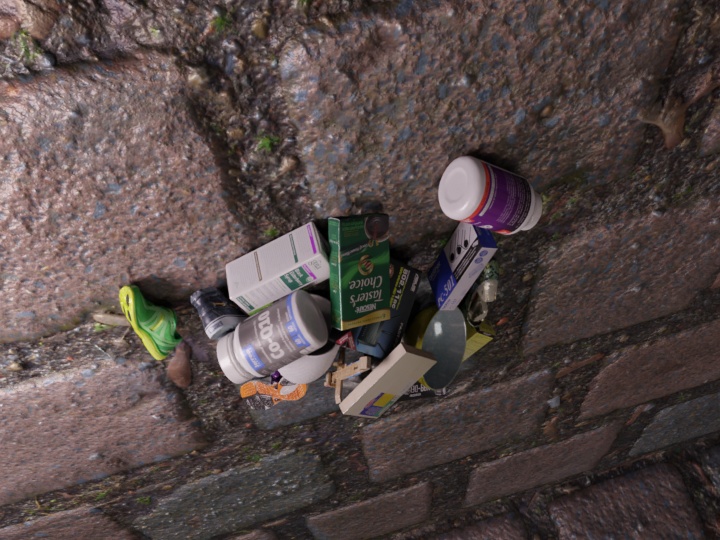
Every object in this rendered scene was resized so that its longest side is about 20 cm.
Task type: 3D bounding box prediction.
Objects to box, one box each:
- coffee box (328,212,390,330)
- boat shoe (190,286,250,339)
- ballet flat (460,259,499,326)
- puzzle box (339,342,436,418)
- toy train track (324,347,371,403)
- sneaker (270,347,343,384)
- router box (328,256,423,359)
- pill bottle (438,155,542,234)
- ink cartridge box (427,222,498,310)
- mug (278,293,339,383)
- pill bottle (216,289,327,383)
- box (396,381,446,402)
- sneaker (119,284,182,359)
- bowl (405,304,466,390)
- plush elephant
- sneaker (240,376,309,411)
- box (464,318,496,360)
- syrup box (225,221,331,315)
[{"bbox_3d":[0.000,0.000,1.173,0.120,0.043,0.208,-8,103,-35],"label":"coffee box"},{"bbox_3d":[-0.274,0.084,1.264,0.070,0.092,0.200,-32,170,1],"label":"boat shoe"},{"bbox_3d":[0.288,0.059,1.465,0.072,0.076,0.203,-8,142,-13],"label":"ballet flat"},{"bbox_3d":[0.059,0.238,1.330,0.200,0.026,0.132,-46,144,17],"label":"puzzle box"},{"bbox_3d":[-0.036,0.211,1.316,0.032,0.119,0.199,14,156,-23],"label":"toy train track"},{"bbox_3d":[-0.123,0.217,1.472,0.193,0.089,0.076,-11,144,-9],"label":"sneaker"},{"bbox_3d":[0.034,0.071,1.283,0.147,0.061,0.206,21,87,-42],"label":"router box"},{"bbox_3d":[0.246,-0.134,1.166,0.195,0.115,0.113,12,135,-34],"label":"pill bottle"},{"bbox_3d":[0.209,-0.015,1.315,0.043,0.096,0.202,2,139,-24],"label":"ink cartridge box"},{"bbox_3d":[-0.145,0.159,1.349,0.193,0.152,0.177,5,143,-13],"label":"mug"},{"bbox_3d":[-0.170,0.131,1.195,0.196,0.116,0.114,-28,142,16],"label":"pill bottle"},{"bbox_3d":[0.098,0.272,1.582,0.193,0.157,0.052,-5,105,-18],"label":"box"},{"bbox_3d":[-0.407,0.089,1.223,0.083,0.074,0.203,-35,144,-19],"label":"sneaker"},{"bbox_3d":[0.160,0.173,1.501,0.105,0.206,0.199,10,164,41],"label":"bowl"},{"bbox_3d":[0.034,0.191,1.438,0.193,0.160,0.165,11,160,-17],"label":"plush elephant"},{"bbox_3d":[-0.202,0.288,1.545,0.194,0.078,0.092,-12,-174,22],"label":"sneaker"},{"bbox_3d":[0.257,0.199,1.643,0.074,0.051,0.200,17,130,-38],"label":"box"},{"bbox_3d":[-0.151,-0.002,1.191,0.195,0.083,0.079,-24,146,10],"label":"syrup box"}]
